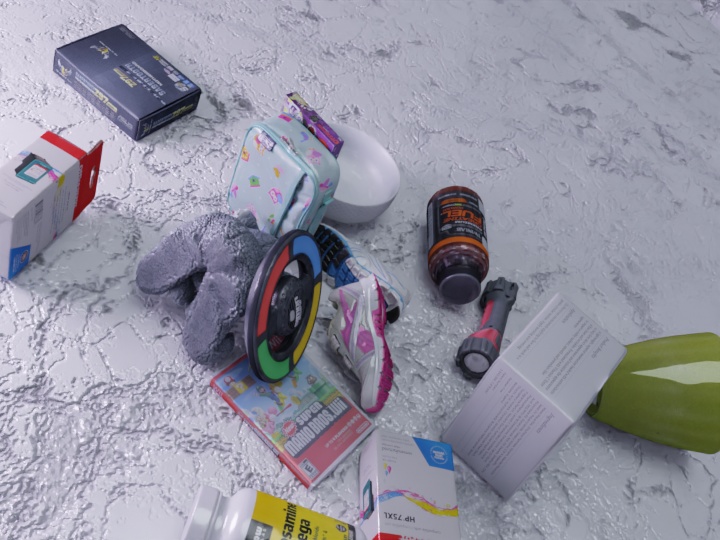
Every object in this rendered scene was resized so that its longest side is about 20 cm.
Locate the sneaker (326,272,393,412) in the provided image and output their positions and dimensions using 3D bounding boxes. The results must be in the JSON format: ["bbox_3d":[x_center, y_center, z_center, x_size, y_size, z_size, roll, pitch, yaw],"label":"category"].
[{"bbox_3d":[-0.003,0.108,1.178,0.086,0.082,0.205,-10,62,8],"label":"sneaker"}]

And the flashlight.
[{"bbox_3d":[0.203,0.089,1.315,0.066,0.069,0.201,25,38,1],"label":"flashlight"}]

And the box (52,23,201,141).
[{"bbox_3d":[-0.392,-0.321,1.378,0.199,0.051,0.157,39,45,9],"label":"box"}]

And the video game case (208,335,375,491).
[{"bbox_3d":[-0.090,0.181,1.101,0.199,0.018,0.142,43,45,14],"label":"video game case"}]

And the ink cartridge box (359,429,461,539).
[{"bbox_3d":[0.061,0.313,1.023,0.113,0.068,0.203,13,46,-16],"label":"ink cartridge box"}]

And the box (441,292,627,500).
[{"bbox_3d":[0.244,0.175,1.153,0.130,0.202,0.198,40,43,15],"label":"box"}]

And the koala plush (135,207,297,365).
[{"bbox_3d":[-0.168,-0.003,1.133,0.179,0.184,0.199,51,28,10],"label":"koala plush"}]

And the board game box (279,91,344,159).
[{"bbox_3d":[-0.100,-0.161,1.277,0.120,0.202,0.032,43,46,17],"label":"board game box"}]

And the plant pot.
[{"bbox_3d":[0.458,0.189,1.293,0.194,0.190,0.190,3,47,-5],"label":"plant pot"}]

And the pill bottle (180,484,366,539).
[{"bbox_3d":[-0.099,0.312,0.904,0.196,0.113,0.114,22,43,-8],"label":"pill bottle"}]

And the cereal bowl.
[{"bbox_3d":[-0.033,-0.154,1.393,0.195,0.084,0.203,15,45,-15],"label":"cereal bowl"}]

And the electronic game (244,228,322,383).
[{"bbox_3d":[-0.096,0.047,1.071,0.041,0.204,0.201,13,39,18],"label":"electronic game"}]

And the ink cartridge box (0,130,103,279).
[{"bbox_3d":[-0.431,-0.100,1.093,0.066,0.117,0.201,28,42,1],"label":"ink cartridge box"}]

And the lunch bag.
[{"bbox_3d":[-0.117,-0.124,1.234,0.076,0.202,0.161,-29,68,-40],"label":"lunch bag"}]

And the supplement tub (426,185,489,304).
[{"bbox_3d":[0.164,-0.041,1.378,0.104,0.108,0.203,16,44,-14],"label":"supplement tub"}]

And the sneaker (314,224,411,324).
[{"bbox_3d":[0.000,0.000,1.291,0.200,0.075,0.086,44,31,11],"label":"sneaker"}]
